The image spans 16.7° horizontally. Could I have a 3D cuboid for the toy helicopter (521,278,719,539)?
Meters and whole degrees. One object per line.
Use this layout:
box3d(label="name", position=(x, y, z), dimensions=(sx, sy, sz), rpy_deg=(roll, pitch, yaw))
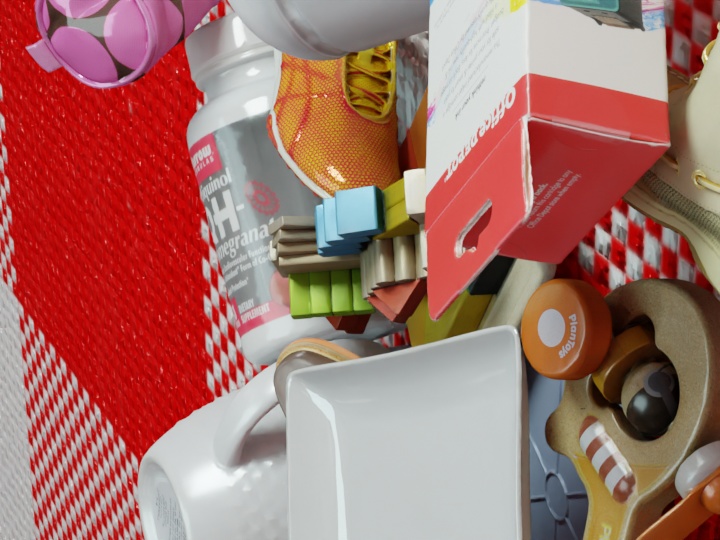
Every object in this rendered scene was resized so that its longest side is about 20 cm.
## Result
box3d(label="toy helicopter", position=(0.131, 0.104, 1.125), dimensions=(0.132, 0.079, 0.200), rpy_deg=(22, 104, 48))

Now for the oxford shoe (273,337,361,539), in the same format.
box3d(label="oxford shoe", position=(0.012, 0.125, 1.308), dimensions=(0.200, 0.073, 0.071), rpy_deg=(52, 129, 7))

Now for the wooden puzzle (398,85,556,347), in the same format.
box3d(label="wooden puzzle", position=(0.049, -0.024, 1.309), dimensions=(0.200, 0.037, 0.185), rpy_deg=(106, 156, -51))

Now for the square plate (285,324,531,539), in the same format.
box3d(label="square plate", position=(0.028, 0.138, 1.212), dimensions=(0.200, 0.028, 0.199), rpy_deg=(-15, 74, 54))

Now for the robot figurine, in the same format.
box3d(label="robot figurine", position=(0.010, -0.170, 1.205), dimensions=(0.200, 0.170, 0.113), rpy_deg=(-14, 83, 28))

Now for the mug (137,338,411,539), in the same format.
box3d(label="mug", position=(-0.032, 0.115, 1.435), dimensions=(0.200, 0.175, 0.148), rpy_deg=(103, 147, -46))

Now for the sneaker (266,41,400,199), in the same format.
box3d(label="sneaker", position=(-0.011, -0.112, 1.357), dimensions=(0.077, 0.073, 0.200), rpy_deg=(-54, 35, 39))

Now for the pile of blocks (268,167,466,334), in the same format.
box3d(label="pile of blocks", position=(0.000, 0.000, 1.283), dimensions=(0.200, 0.082, 0.062), rpy_deg=(143, 125, -67))

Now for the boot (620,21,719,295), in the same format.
box3d(label="boot", position=(0.159, -0.085, 1.016), dimensions=(0.200, 0.073, 0.156), rpy_deg=(-122, 33, -53))

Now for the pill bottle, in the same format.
box3d(label="pill bottle", position=(-0.040, -0.052, 1.456), dimensions=(0.111, 0.110, 0.200), rpy_deg=(144, 112, -66))

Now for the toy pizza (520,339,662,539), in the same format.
box3d(label="toy pizza", position=(0.115, 0.114, 1.270), dimensions=(0.200, 0.032, 0.201), rpy_deg=(170, 90, -70))

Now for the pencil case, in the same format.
box3d(label="pencil case", position=(-0.117, -0.184, 1.458), dimensions=(0.091, 0.200, 0.094), rpy_deg=(50, 130, -5))

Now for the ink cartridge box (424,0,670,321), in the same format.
box3d(label="ink cartridge box", position=(0.078, -0.083, 1.046), dimensions=(0.116, 0.067, 0.200), rpy_deg=(128, 148, -58))
